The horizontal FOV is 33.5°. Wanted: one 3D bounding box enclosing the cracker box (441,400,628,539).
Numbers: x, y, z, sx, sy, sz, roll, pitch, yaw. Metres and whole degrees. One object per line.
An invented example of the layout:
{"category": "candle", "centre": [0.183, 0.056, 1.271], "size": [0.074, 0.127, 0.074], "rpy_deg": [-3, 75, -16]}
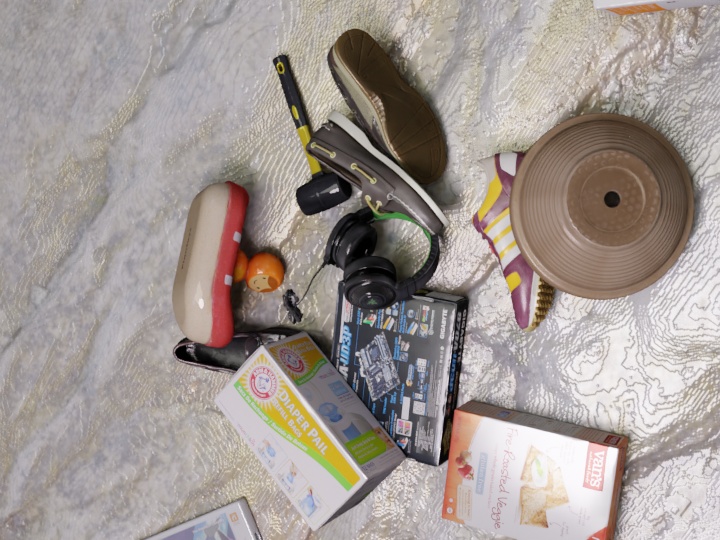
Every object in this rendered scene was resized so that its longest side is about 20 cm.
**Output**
{"category": "cracker box", "centre": [0.199, 0.240, 1.382], "size": [0.197, 0.058, 0.136], "rpy_deg": [10, 100, 23]}

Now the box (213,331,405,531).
{"category": "box", "centre": [-0.061, 0.186, 1.417], "size": [0.101, 0.112, 0.201], "rpy_deg": [-46, 75, 23]}

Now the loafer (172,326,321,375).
{"category": "loafer", "centre": [-0.147, 0.109, 1.523], "size": [0.197, 0.063, 0.073], "rpy_deg": [2, 97, 24]}

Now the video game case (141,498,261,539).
{"category": "video game case", "centre": [-0.201, 0.423, 1.605], "size": [0.198, 0.023, 0.185], "rpy_deg": [-26, 85, 25]}

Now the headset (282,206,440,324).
{"category": "headset", "centre": [0.000, 0.000, 1.413], "size": [0.198, 0.094, 0.124], "rpy_deg": [-24, 57, -8]}

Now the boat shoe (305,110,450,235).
{"category": "boat shoe", "centre": [0.019, -0.102, 1.400], "size": [0.061, 0.072, 0.201], "rpy_deg": [-46, 69, -3]}

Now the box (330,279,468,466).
{"category": "box", "centre": [0.041, 0.121, 1.448], "size": [0.157, 0.046, 0.204], "rpy_deg": [9, 99, 24]}

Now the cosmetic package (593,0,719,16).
{"category": "cosmetic package", "centre": [0.345, -0.311, 1.231], "size": [0.197, 0.101, 0.073], "rpy_deg": [-2, 96, 25]}

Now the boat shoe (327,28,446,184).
{"category": "boat shoe", "centre": [0.031, -0.190, 1.411], "size": [0.202, 0.073, 0.065], "rpy_deg": [59, 159, -6]}

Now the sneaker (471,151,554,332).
{"category": "sneaker", "centre": [0.171, -0.032, 1.359], "size": [0.089, 0.075, 0.204], "rpy_deg": [0, 87, 22]}

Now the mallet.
{"category": "mallet", "centre": [-0.078, -0.165, 1.479], "size": [0.065, 0.041, 0.202], "rpy_deg": [-29, 80, 21]}

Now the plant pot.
{"category": "plant pot", "centre": [0.258, -0.070, 1.266], "size": [0.197, 0.093, 0.205], "rpy_deg": [0, 89, 4]}

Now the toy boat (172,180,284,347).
{"category": "toy boat", "centre": [-0.158, -0.003, 1.493], "size": [0.129, 0.130, 0.203], "rpy_deg": [13, 81, -18]}
